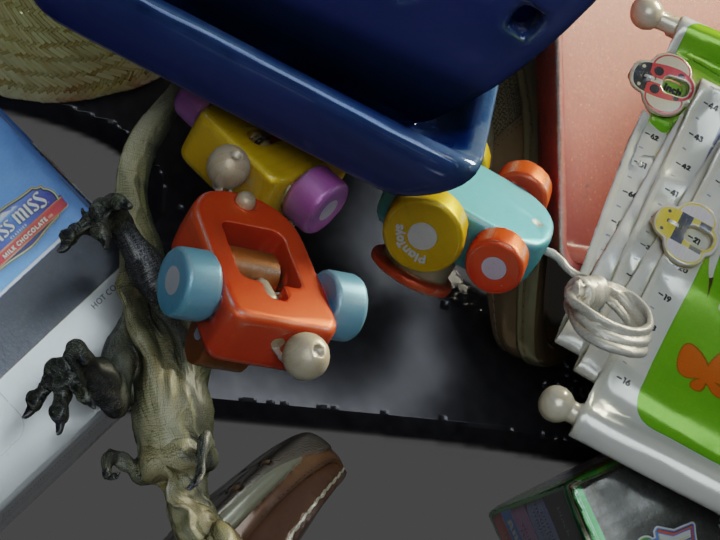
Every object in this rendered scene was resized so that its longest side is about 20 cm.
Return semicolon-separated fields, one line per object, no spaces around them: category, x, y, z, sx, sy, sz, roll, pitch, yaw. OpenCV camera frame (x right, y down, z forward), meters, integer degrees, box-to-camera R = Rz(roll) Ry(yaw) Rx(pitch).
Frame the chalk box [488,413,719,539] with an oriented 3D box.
chalk box;0.136;0.123;0.889;0.199;0.124;0.126;-23;84;-13

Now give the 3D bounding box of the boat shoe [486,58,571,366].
boat shoe;0.061;-0.058;0.947;0.064;0.071;0.202;-4;79;24

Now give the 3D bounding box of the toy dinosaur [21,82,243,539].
toy dinosaur;-0.074;0.019;0.759;0.047;0.088;0.202;-14;73;21

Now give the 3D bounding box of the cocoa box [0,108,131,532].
cocoa box;-0.179;0.049;0.837;0.131;0.133;0.200;46;74;1

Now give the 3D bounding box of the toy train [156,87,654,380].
toy train;0.000;0.000;0.783;0.199;0.056;0.151;7;40;-37

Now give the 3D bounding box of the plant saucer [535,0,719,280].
plant saucer;0.140;-0.083;0.939;0.199;0.037;0.202;9;76;-39

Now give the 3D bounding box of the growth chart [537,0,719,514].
growth chart;0.148;0.002;0.852;0.144;0.018;0.201;19;66;-1

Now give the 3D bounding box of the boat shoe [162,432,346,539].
boat shoe;-0.067;0.153;0.874;0.072;0.076;0.200;39;84;-5

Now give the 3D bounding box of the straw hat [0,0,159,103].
straw hat;-0.126;-0.177;0.918;0.199;0.085;0.203;2;78;-11

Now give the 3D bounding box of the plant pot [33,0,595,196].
plant pot;0.001;-0.153;0.774;0.199;0.200;0.180;26;118;-6
